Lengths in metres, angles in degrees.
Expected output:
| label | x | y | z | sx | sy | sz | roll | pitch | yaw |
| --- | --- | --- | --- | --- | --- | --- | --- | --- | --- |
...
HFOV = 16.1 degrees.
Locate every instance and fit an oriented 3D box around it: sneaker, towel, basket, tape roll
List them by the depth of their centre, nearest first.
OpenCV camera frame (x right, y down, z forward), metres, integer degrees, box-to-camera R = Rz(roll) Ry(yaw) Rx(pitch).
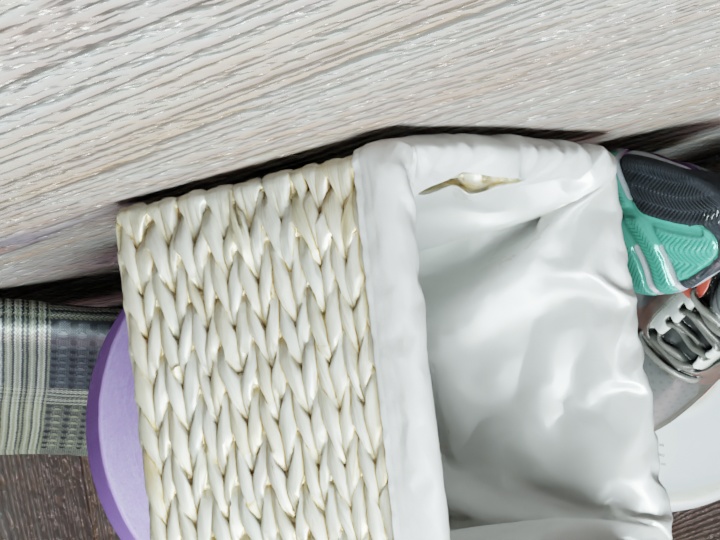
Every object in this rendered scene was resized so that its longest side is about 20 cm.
| label | x | y | z | sx | sy | sz | roll | pitch | yaw |
| --- | --- | --- | --- | --- | --- | --- | --- | --- | --- |
| basket | 0.016 | 0.052 | 1.119 | 0.160 | 0.201 | 0.198 | -11 | 176 | 33 |
| tape roll | -0.033 | 0.075 | 1.258 | 0.199 | 0.201 | 0.066 | -9 | 176 | -13 |
| sneaker | 0.133 | -0.034 | 1.261 | 0.087 | 0.075 | 0.200 | -29 | -167 | -33 |
| sneaker | 0.171 | 0.014 | 1.275 | 0.200 | 0.077 | 0.082 | -57 | -178 | 28 |
| towel | -0.145 | 0.063 | 1.460 | 0.191 | 0.035 | 0.200 | 4 | 155 | -8 |

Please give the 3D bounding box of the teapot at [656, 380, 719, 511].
| label | x | y | z | sx | sy | sz | roll | pitch | yaw |
| --- | --- | --- | --- | --- | --- | --- | --- | --- | --- |
| teapot | 0.164 | 0.039 | 1.474 | 0.197 | 0.201 | 0.146 | -27 | -167 | -5 |
